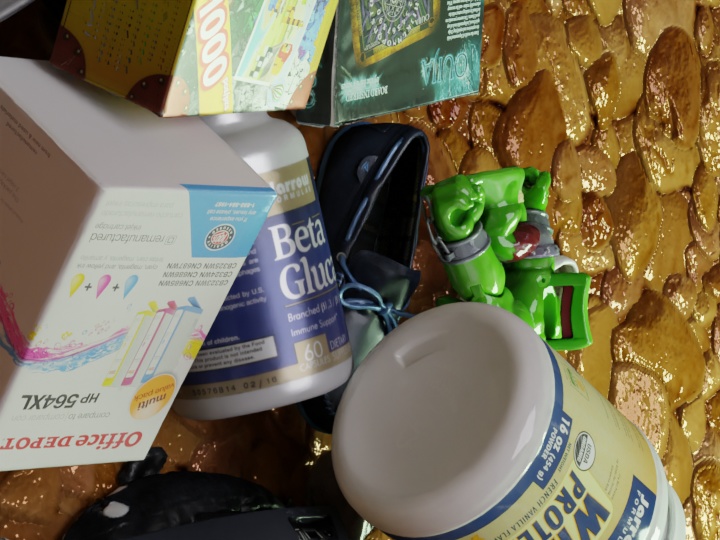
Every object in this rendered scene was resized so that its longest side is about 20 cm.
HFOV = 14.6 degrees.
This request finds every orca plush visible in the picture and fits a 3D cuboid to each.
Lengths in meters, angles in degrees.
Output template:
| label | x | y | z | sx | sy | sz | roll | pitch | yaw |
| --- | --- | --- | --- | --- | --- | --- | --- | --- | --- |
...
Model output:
| label | x | y | z | sx | sy | sz | roll | pitch | yaw |
| --- | --- | --- | --- | --- | --- | --- | --- | --- | --- |
| orca plush | -0.079 | 0.160 | 1.628 | 0.200 | 0.071 | 0.106 | 21 | 70 | -46 |

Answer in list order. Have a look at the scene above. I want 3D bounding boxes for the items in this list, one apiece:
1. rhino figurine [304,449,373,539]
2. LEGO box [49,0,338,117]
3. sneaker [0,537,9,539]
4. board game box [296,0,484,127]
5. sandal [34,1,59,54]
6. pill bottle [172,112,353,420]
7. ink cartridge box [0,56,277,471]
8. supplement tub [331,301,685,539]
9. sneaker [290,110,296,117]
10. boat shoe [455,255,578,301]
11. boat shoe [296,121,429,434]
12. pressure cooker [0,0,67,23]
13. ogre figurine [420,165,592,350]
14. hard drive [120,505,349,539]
| label | x | y | z | sx | sy | sz | roll | pitch | yaw |
| --- | --- | --- | --- | --- | --- | --- | --- | --- | --- |
| rhino figurine | 0.052 | 0.121 | 1.750 | 0.200 | 0.060 | 0.088 | -27 | 97 | -22 |
| LEGO box | -0.065 | -0.187 | 1.456 | 0.149 | 0.077 | 0.201 | -11 | 122 | -60 |
| sneaker | -0.226 | 0.223 | 1.420 | 0.075 | 0.115 | 0.201 | 29 | 65 | -43 |
| board game box | 0.022 | -0.162 | 1.675 | 0.200 | 0.028 | 0.136 | -17 | 114 | -61 |
| sandal | -0.105 | -0.186 | 1.641 | 0.211 | 0.070 | 0.078 | -36 | 93 | -18 |
| pill bottle | -0.076 | -0.023 | 1.621 | 0.111 | 0.111 | 0.201 | -21 | 102 | -48 |
| ink cartridge box | -0.160 | 0.007 | 1.465 | 0.128 | 0.125 | 0.200 | 0 | 124 | -48 |
| supplement tub | 0.091 | 0.123 | 1.638 | 0.200 | 0.144 | 0.145 | 41 | 57 | -43 |
| sneaker | -0.040 | -0.197 | 1.727 | 0.070 | 0.108 | 0.201 | -27 | 136 | -49 |
| boat shoe | 0.083 | 0.062 | 1.825 | 0.071 | 0.069 | 0.200 | 51 | 53 | -36 |
| boat shoe | 0.000 | 0.000 | 1.738 | 0.084 | 0.068 | 0.201 | 16 | 73 | -47 |
| pressure cooker | -0.218 | -0.210 | 1.437 | 0.200 | 0.178 | 0.176 | -38 | 141 | -44 |
| ogre figurine | 0.090 | -0.003 | 1.742 | 0.200 | 0.098 | 0.120 | 146 | -69 | -88 |
| hard drive | -0.094 | 0.200 | 1.576 | 0.200 | 0.042 | 0.135 | -5 | 129 | -48 |
